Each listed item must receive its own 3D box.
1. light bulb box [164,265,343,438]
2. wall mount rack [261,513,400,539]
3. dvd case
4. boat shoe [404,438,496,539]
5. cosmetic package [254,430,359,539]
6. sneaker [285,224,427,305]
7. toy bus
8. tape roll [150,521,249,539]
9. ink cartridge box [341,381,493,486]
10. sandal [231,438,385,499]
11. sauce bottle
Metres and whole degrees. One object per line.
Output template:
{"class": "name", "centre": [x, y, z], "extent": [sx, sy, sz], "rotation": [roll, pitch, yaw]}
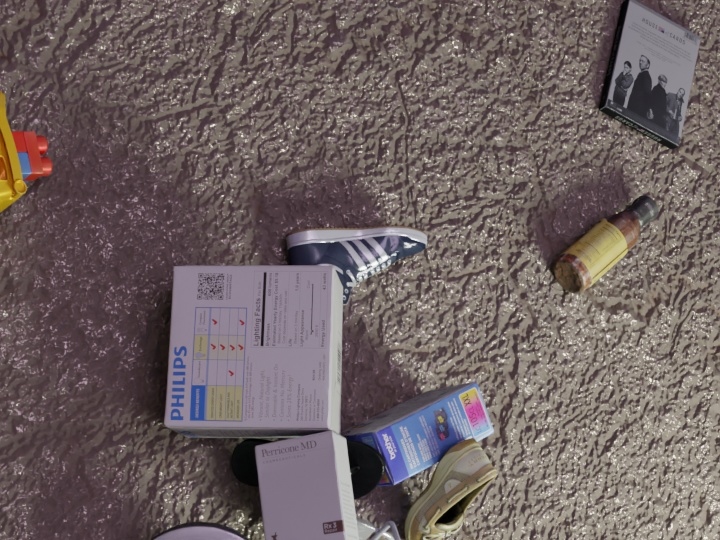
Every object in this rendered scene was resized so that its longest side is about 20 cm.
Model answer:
{"class": "light bulb box", "centre": [-0.125, 0.101, 1.614], "extent": [0.197, 0.125, 0.201], "rotation": [0, 77, 5]}
{"class": "wall mount rack", "centre": [-0.049, 0.363, 1.644], "extent": [0.199, 0.174, 0.075], "rotation": [27, 24, -29]}
{"class": "dvd case", "centre": [0.459, -0.312, 2.101], "extent": [0.149, 0.025, 0.202], "rotation": [24, 68, -20]}
{"class": "boat shoe", "centre": [0.115, 0.300, 1.695], "extent": [0.073, 0.202, 0.063], "rotation": [-13, 50, -41]}
{"class": "cosmetic package", "centre": [-0.057, 0.295, 1.534], "extent": [0.100, 0.074, 0.203], "rotation": [-12, 74, 10]}
{"class": "sneaker", "centre": [0.000, 0.000, 1.772], "extent": [0.197, 0.070, 0.110], "rotation": [-2, 74, -20]}
{"class": "toy bus", "centre": [-0.462, -0.154, 1.553], "extent": [0.190, 0.135, 0.202], "rotation": [-11, 81, -41]}
{"class": "tape roll", "centre": [-0.191, 0.398, 1.553], "extent": [0.197, 0.066, 0.203], "rotation": [1, 83, -7]}
{"class": "ink cartridge box", "centre": [0.052, 0.219, 1.711], "extent": [0.198, 0.136, 0.077], "rotation": [-21, 89, -28]}
{"class": "sandal", "centre": [-0.068, 0.248, 1.632], "extent": [0.198, 0.048, 0.076], "rotation": [-1, 99, 16]}
{"class": "sauce bottle", "centre": [0.368, -0.043, 1.972], "extent": [0.199, 0.066, 0.066], "rotation": [-36, 95, -30]}
